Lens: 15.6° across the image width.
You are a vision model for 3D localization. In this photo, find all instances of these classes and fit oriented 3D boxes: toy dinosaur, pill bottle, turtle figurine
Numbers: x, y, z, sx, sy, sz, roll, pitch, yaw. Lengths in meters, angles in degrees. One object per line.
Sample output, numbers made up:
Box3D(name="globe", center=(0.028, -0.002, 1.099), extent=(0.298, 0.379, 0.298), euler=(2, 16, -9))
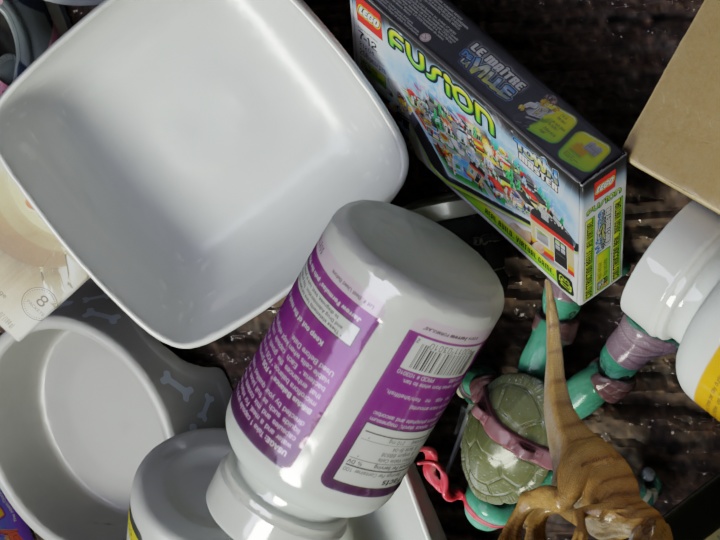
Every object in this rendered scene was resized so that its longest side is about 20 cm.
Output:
Box3D(name="toy dinosaur", center=(0.120, 0.111, 1.440), extent=(0.106, 0.060, 0.200), euler=(-47, 39, 15))
Box3D(name="pill bottle", center=(0.242, 0.049, 1.414), extent=(0.200, 0.113, 0.113), euler=(40, 126, 18))
Box3D(name="turtle figurine", center=(0.110, 0.089, 1.539), extent=(0.150, 0.101, 0.200), euler=(38, 119, 19))
Box3D(name="pill bottle", center=(-0.099, 0.206, 1.695), extent=(0.111, 0.111, 0.200), euler=(32, 137, 22))
Box3D(name="pill bottle", center=(-0.009, 0.069, 1.513), extent=(0.112, 0.112, 0.200), euler=(38, 113, 18))

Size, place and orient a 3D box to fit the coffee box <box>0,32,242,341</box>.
Box3D(name="coffee box", center=(-0.178, -0.069, 1.634), extent=(0.200, 0.080, 0.114), euler=(-42, 103, 18))

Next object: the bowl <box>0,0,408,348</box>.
Box3D(name="bowl", center=(-0.091, -0.080, 1.541), extent=(0.200, 0.075, 0.200), euler=(-37, 103, 11))

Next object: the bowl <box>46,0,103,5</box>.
Box3D(name="bowl", center=(-0.145, -0.232, 1.576), extent=(0.200, 0.090, 0.202), euler=(-16, 55, 23))

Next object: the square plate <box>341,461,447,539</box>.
Box3D(name="square plate", center=(0.012, 0.197, 1.659), extent=(0.198, 0.028, 0.201), euler=(-17, 97, 58))

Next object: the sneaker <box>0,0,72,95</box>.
Box3D(name="sneaker", center=(-0.207, -0.108, 1.698), extent=(0.070, 0.082, 0.200), euler=(-37, 84, 39))

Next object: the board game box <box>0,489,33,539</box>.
Box3D(name="board game box", center=(-0.317, 0.148, 1.897), extent=(0.134, 0.045, 0.201), euler=(-15, 97, 38))

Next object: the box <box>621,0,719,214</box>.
Box3D(name="box", center=(0.257, -0.084, 1.370), extent=(0.200, 0.021, 0.164), euler=(32, 96, 24))

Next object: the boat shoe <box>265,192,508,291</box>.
Box3D(name="boat shoe", center=(0.000, 0.000, 1.596), extent=(0.199, 0.072, 0.068), euler=(-11, 100, 35))

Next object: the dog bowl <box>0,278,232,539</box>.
Box3D(name="dog bowl", center=(-0.175, 0.106, 1.771), extent=(0.200, 0.059, 0.201), euler=(13, 113, 31))

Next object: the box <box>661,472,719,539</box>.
Box3D(name="box", center=(0.165, 0.216, 1.509), extent=(0.107, 0.148, 0.200), euler=(52, 129, 9))

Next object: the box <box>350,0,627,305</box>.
Box3D(name="box", center=(0.070, -0.081, 1.484), extent=(0.200, 0.035, 0.110), euler=(44, 157, 30))
